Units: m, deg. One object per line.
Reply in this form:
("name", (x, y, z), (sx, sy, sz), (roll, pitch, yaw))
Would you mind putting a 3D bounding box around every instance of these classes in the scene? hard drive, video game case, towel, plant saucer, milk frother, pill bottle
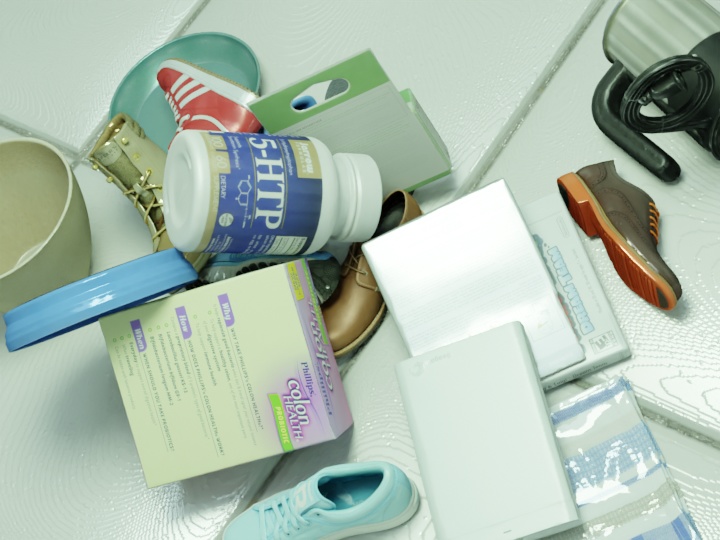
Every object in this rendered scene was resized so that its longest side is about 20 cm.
("hard drive", (0.116, 0.160, 1.397), (0.131, 0.026, 0.201), (-21, 64, 13))
("video game case", (0.150, 0.035, 1.504), (0.181, 0.024, 0.201), (-23, 57, 6))
("towel", (0.214, 0.202, 1.373), (0.146, 0.024, 0.200), (-25, 52, 6))
("plant saucer", (-0.208, -0.201, 1.812), (0.199, 0.036, 0.201), (-11, 53, 15))
("milk frother", (0.310, -0.211, 1.506), (0.180, 0.200, 0.188), (-38, 51, -1))
("pill bottle", (-0.086, -0.076, 1.492), (0.199, 0.120, 0.120), (1, 47, -24))

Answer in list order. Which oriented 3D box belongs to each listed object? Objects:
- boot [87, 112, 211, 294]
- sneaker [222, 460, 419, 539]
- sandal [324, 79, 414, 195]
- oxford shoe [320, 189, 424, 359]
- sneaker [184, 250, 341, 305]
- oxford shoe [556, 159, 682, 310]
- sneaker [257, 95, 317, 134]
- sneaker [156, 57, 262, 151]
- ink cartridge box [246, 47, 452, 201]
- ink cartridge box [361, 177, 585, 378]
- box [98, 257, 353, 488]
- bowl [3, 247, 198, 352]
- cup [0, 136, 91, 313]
("boot", (-0.229, -0.076, 1.628), (0.073, 0.155, 0.200), (-33, 29, 21))
("sneaker", (-0.048, 0.222, 1.428), (0.199, 0.082, 0.074), (-21, 51, 7))
("sandal", (0.010, -0.149, 1.692), (0.076, 0.043, 0.201), (-23, 61, 15))
("oxford shoe", (0.000, 0.000, 1.569), (0.071, 0.071, 0.200), (18, 68, 29))
("sneaker", (-0.099, -0.008, 1.593), (0.199, 0.078, 0.090), (-3, 44, 40))
("oxford shoe", (0.271, -0.043, 1.489), (0.072, 0.071, 0.200), (-28, 51, -4))
("sneaker", (-0.074, -0.116, 1.660), (0.082, 0.074, 0.201), (-33, 48, 25))
("sneaker", (-0.194, -0.172, 1.719), (0.200, 0.071, 0.113), (26, 81, 47))
("ink cartridge box", (-0.010, -0.147, 1.555), (0.145, 0.200, 0.048), (-23, 43, 16))
("ink cartridge box", (0.111, 0.031, 1.488), (0.162, 0.057, 0.201), (-25, 79, 5))
("box", (-0.131, 0.099, 1.483), (0.199, 0.097, 0.177), (-16, 91, 12))
("bowl", (-0.261, 0.027, 1.490), (0.200, 0.201, 0.040), (-22, 90, 7))
("cup", (-0.384, -0.028, 1.697), (0.199, 0.143, 0.201), (-11, 53, 15))
